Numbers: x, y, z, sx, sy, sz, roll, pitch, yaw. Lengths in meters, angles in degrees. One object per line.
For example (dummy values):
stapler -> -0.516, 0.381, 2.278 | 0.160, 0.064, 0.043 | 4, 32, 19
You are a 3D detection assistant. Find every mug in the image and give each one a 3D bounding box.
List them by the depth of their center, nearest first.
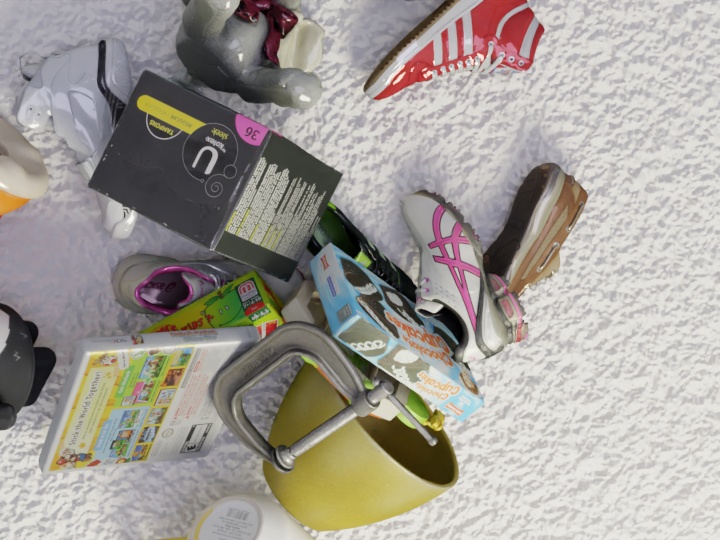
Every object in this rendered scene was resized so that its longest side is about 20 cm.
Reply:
mug -> -0.123, 0.313, 1.659 | 0.186, 0.150, 0.153 | -27, 133, 2

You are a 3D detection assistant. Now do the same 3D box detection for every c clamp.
c clamp -> -0.049, 0.135, 1.560 | 0.200, 0.027, 0.171 | -30, 99, 37

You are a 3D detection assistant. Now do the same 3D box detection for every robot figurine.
robot figurine -> -0.395, 0.088, 1.573 | 0.200, 0.150, 0.125 | 4, 88, -46

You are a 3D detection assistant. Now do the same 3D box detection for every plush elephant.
plush elephant -> -0.099, -0.248, 1.609 | 0.165, 0.200, 0.155 | 46, 63, -17

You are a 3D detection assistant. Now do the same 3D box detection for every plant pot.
plant pot -> -0.017, 0.188, 1.684 | 0.200, 0.200, 0.142 | 42, 108, -16

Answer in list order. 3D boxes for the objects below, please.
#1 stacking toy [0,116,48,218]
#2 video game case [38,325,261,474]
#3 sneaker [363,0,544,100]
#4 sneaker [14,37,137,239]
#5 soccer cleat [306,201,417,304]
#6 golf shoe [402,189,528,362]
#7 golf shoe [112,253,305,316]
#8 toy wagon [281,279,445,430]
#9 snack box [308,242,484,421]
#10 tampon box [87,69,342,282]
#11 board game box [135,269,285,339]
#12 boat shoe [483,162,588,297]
stacking toy -> -0.413, -0.061, 1.582 | 0.146, 0.146, 0.200 | 38, 104, -16
video game case -> -0.210, 0.129, 1.612 | 0.182, 0.023, 0.200 | -3, 141, -29
sneaker -> 0.105, -0.218, 1.697 | 0.200, 0.071, 0.113 | -42, 102, -7
sneaker -> -0.281, -0.128, 1.619 | 0.115, 0.075, 0.200 | -5, 95, -11
soccer cleat -> 0.000, 0.000, 1.699 | 0.068, 0.081, 0.200 | -45, 107, -3
golf shoe -> 0.088, 0.003, 1.684 | 0.092, 0.073, 0.200 | -25, 64, -14
golf shoe -> -0.150, 0.022, 1.664 | 0.200, 0.092, 0.075 | -2, 97, -15
toy wagon -> 0.003, 0.095, 1.629 | 0.040, 0.155, 0.200 | -42, 97, 17
snack box -> 0.037, 0.064, 1.646 | 0.037, 0.116, 0.200 | -41, 128, 17
tampon box -> -0.135, -0.087, 1.569 | 0.150, 0.200, 0.126 | 26, 90, 20
board game box -> -0.167, 0.085, 1.642 | 0.200, 0.048, 0.102 | -29, 145, 5
boat shoe -> 0.182, -0.014, 1.747 | 0.072, 0.076, 0.200 | 26, 98, -23
